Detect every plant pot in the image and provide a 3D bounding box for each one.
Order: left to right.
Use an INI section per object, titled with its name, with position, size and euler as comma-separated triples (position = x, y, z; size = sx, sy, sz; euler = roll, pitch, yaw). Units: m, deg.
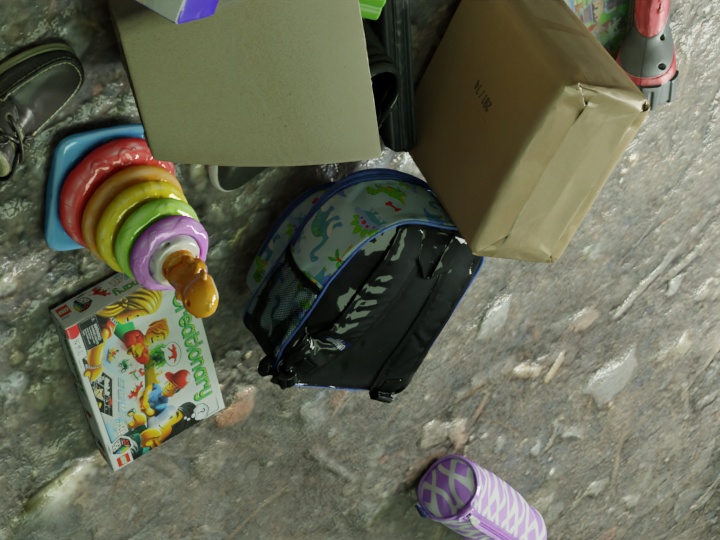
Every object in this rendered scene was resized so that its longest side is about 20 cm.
[plant pot]
position = -0.104, -0.196, 1.437
size = 0.176, 0.200, 0.201
euler = -16, 135, -7

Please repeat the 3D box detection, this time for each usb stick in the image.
[usb stick]
position = 0.028, -0.194, 1.654
size = 0.032, 0.056, 0.201
euler = -14, 133, -10

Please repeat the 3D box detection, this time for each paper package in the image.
[paper package]
position = 0.140, -0.135, 1.666
size = 0.103, 0.200, 0.191
euler = 11, 122, -32

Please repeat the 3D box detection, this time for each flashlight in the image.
[flashlight]
position = 0.279, -0.252, 1.780
size = 0.068, 0.068, 0.201
euler = -23, 136, -21

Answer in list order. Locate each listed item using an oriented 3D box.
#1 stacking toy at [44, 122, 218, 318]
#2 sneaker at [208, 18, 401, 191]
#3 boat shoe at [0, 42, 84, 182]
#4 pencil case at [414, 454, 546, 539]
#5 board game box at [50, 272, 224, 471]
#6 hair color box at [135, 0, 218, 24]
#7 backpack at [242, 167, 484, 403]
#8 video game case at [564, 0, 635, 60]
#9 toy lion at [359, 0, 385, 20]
[stacking toy]
position = -0.168, -0.026, 1.511
size = 0.109, 0.200, 0.117
euler = -12, 129, -34
[sneaker]
position = -0.046, -0.131, 1.608
size = 0.200, 0.099, 0.071
euler = -47, 142, 4
[boat shoe]
position = -0.291, -0.098, 1.449
size = 0.200, 0.065, 0.073
euler = -41, 139, -7
[pencil case]
position = 0.143, 0.279, 2.132
size = 0.084, 0.085, 0.200
euler = -50, 141, 3
[board game box]
position = -0.202, 0.083, 1.704
size = 0.126, 0.035, 0.201
euler = -30, 138, -19
[hair color box]
position = -0.178, -0.269, 1.296
size = 0.065, 0.199, 0.110
euler = -30, 147, -62
[backpack]
position = 0.000, 0.000, 1.717
size = 0.182, 0.147, 0.200
euler = 11, 124, -44
[video game case]
position = 0.195, -0.243, 1.782
size = 0.181, 0.022, 0.201
euler = -23, 136, -24
[toy lion]
position = 0.024, -0.300, 1.479
size = 0.068, 0.192, 0.201
euler = 12, 102, -6
